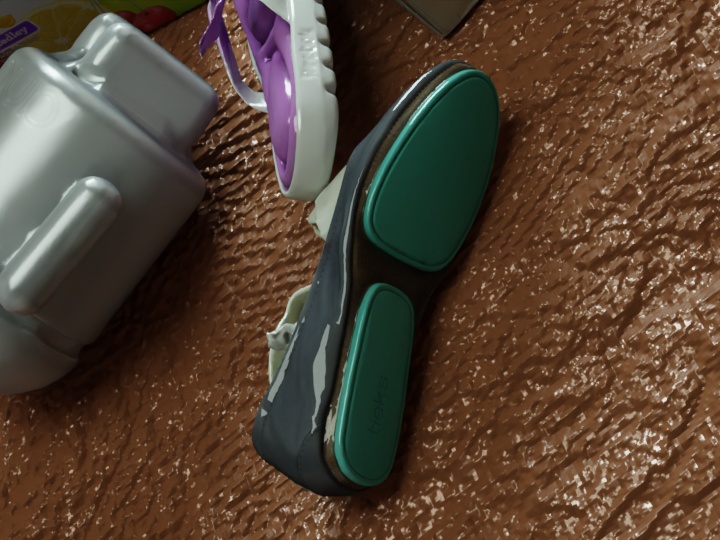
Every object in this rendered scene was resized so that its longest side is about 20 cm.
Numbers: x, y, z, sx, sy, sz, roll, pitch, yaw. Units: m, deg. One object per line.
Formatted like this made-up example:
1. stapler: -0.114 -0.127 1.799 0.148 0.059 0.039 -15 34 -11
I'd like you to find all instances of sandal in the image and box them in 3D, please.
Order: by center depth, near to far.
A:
1. sandal: -0.048 -0.109 1.210 0.203 0.050 0.083 -109 25 -54

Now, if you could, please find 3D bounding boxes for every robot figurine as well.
1. robot figurine: -0.152 -0.025 1.240 0.200 0.113 0.170 -53 15 0

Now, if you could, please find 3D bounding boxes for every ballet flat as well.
1. ballet flat: 0.000 0.000 1.127 0.073 0.073 0.200 2 67 42

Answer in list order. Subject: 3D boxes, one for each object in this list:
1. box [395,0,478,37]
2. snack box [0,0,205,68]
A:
1. box: -0.003 -0.196 1.254 0.082 0.068 0.200 -49 43 4
2. snack box: -0.189 -0.172 1.303 0.142 0.200 0.053 -26 50 26
